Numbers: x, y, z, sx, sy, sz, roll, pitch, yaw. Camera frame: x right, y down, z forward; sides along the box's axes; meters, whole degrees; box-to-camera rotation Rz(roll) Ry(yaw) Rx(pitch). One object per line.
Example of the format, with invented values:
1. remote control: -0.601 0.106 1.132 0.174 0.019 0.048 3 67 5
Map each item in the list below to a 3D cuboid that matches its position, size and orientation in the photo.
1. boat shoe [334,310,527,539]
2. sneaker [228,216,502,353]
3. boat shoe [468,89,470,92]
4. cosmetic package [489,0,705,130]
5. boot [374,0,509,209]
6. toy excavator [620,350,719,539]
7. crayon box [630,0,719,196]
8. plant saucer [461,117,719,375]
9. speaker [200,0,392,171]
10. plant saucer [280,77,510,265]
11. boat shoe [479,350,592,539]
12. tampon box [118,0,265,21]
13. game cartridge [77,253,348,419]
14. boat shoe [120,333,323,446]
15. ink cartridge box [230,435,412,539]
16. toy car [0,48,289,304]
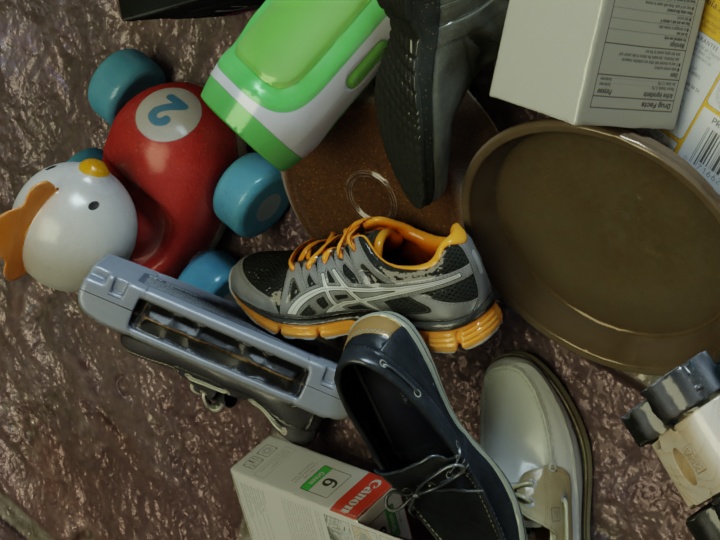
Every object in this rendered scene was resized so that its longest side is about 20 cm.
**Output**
1. boat shoe: 0.042 0.124 1.026 0.074 0.062 0.202 -21 102 34
2. sneaker: 0.000 0.000 1.069 0.197 0.078 0.078 3 122 25
3. boat shoe: 0.025 -0.154 1.091 0.073 0.066 0.203 -8 94 37
4. cosmetic package: 0.150 -0.188 0.910 0.073 0.103 0.203 26 109 42
5. boot: 0.078 -0.138 0.976 0.068 0.129 0.202 -130 31 -53
6. toy excavator: 0.271 0.062 0.930 0.101 0.199 0.195 57 169 13
7. crayon box: 0.248 -0.143 0.934 0.125 0.051 0.202 40 120 25
8. plant saucer: 0.155 -0.017 0.989 0.198 0.030 0.201 25 143 20
9. speaker: -0.011 -0.162 1.013 0.088 0.088 0.200 43 94 23
10. plant saucer: 0.016 -0.057 1.092 0.199 0.037 0.202 21 131 25
11. boat shoe: 0.114 0.157 1.077 0.074 0.068 0.203 -12 91 37
12. tampon box: -0.093 -0.290 1.119 0.149 0.126 0.203 -6 95 38
13. game cartridge: -0.095 0.045 1.105 0.198 0.133 0.042 23 89 -4
14. boat shoe: -0.111 0.084 1.234 0.198 0.072 0.064 15 104 29
15. ink cartridge box: 0.000 0.199 1.150 0.198 0.050 0.110 13 129 41
16. toy car: -0.189 -0.052 1.188 0.184 0.199 0.178 39 119 25
